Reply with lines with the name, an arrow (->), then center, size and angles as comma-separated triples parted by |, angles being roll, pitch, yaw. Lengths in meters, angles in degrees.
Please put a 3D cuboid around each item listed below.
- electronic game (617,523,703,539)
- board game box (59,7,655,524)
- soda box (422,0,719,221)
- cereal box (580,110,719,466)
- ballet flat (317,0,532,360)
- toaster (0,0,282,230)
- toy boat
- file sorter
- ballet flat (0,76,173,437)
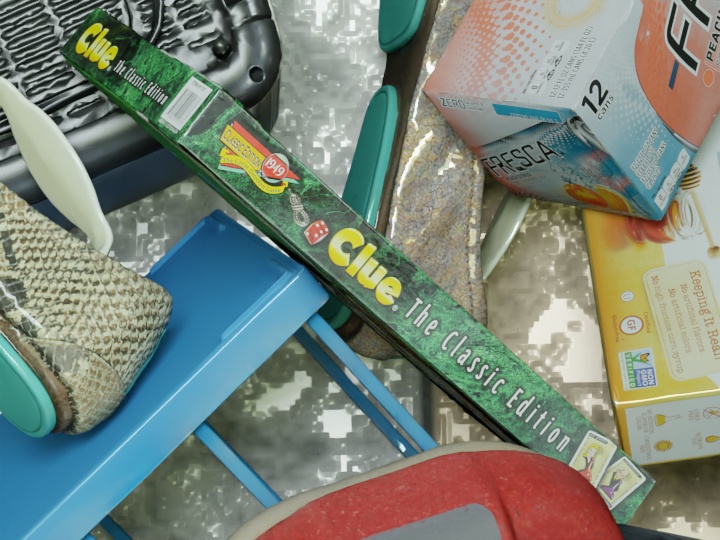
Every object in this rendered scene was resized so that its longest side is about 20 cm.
electronic game -> 0.127, 0.154, 0.809 | 0.200, 0.200, 0.042 | 44, 66, 4
board game box -> 0.000, 0.000, 0.797 | 0.023, 0.105, 0.200 | -49, 121, -1
soda box -> 0.103, -0.117, 0.871 | 0.068, 0.064, 0.200 | 11, 65, 44
cereal box -> 0.173, -0.015, 0.860 | 0.199, 0.040, 0.144 | -9, 47, 5
ballet flat -> 0.035, -0.066, 0.904 | 0.067, 0.068, 0.201 | 12, 90, -16
toaster -> -0.125, -0.105, 0.872 | 0.199, 0.119, 0.181 | -24, 85, -2
toy boat -> 0.034, 0.156, 0.738 | 0.130, 0.131, 0.201 | -18, 119, -13
file sorter -> -0.066, 0.099, 0.835 | 0.200, 0.139, 0.123 | -44, 106, -4
ballet flat -> -0.136, -0.037, 0.781 | 0.200, 0.068, 0.075 | 42, 64, -1
